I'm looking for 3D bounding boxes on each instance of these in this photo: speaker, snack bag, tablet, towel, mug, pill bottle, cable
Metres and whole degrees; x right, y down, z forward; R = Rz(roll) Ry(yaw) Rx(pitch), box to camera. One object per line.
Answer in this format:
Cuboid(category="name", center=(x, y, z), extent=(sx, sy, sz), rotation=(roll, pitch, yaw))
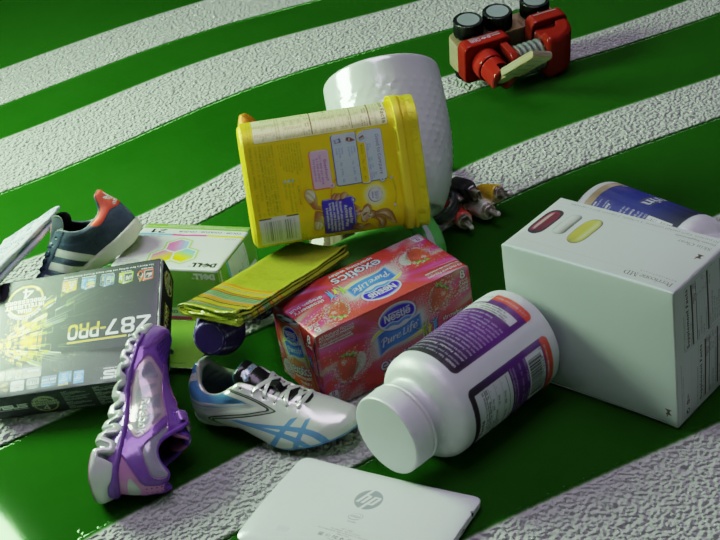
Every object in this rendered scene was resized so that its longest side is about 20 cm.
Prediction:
Cuboid(category="speaker", center=(0.000, 0.000, 1.646), extent=(0.199, 0.089, 0.088), rotation=(-25, 33, -25))
Cuboid(category="snack bag", center=(-0.463, 0.012, 1.732), extent=(0.199, 0.021, 0.189), rotation=(-31, 17, 30))
Cuboid(category="tablet", center=(-0.002, 0.230, 1.324), extent=(0.198, 0.014, 0.130), rotation=(9, 35, 29))
Cuboid(category="towel", center=(-0.101, 0.008, 1.532), extent=(0.085, 0.018, 0.199), rotation=(10, 27, 34))
Cuboid(category="mug", center=(0.043, -0.144, 1.752), extent=(0.146, 0.177, 0.200), rotation=(-12, -14, 3))
Cuboid(category="pill bottle", center=(0.325, -0.015, 1.544), extent=(0.115, 0.117, 0.199), rotation=(-29, 36, -30))
Cuboid(category="cable", center=(0.112, -0.094, 1.840), extent=(0.097, 0.051, 0.200), rotation=(-37, 23, -11))
Cuboid(category="pill bottle", center=(0.093, 0.111, 1.399), extent=(0.199, 0.113, 0.111), rotation=(-32, 36, -34))

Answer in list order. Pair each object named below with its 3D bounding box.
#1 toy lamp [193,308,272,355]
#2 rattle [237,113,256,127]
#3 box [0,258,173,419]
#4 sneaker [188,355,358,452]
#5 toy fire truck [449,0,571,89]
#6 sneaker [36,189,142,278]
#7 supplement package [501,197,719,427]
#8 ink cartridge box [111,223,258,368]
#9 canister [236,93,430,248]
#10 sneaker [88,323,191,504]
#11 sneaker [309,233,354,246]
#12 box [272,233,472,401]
Cuboid(category="toy lamp", center=(-0.137, 0.051, 1.566), extent=(0.057, 0.059, 0.200), rotation=(-2, 11, 12))
Cuboid(category="rattle", center=(-0.049, -0.130, 1.837), extent=(0.198, 0.145, 0.130), rotation=(7, 15, 38))
Cuboid(category="box", center=(-0.309, 0.076, 1.590), extent=(0.197, 0.049, 0.163), rotation=(-8, 53, 7))
Cuboid(category="sneaker", center=(-0.091, 0.133, 1.458), extent=(0.198, 0.073, 0.072), rotation=(9, 33, 26))
Cuboid(category="toy fire truck", center=(0.243, -0.323, 2.108), extent=(0.174, 0.130, 0.201), rotation=(-18, 42, -15))
Cuboid(category="sneaker", center=(-0.357, -0.018, 1.715), extent=(0.200, 0.085, 0.075), rotation=(-41, 13, 4))
Cuboid(category="supplement package", center=(0.256, 0.038, 1.431), extent=(0.199, 0.157, 0.111), rotation=(17, 40, 38))
Cuboid(category="ink cartridge box", center=(-0.222, 0.027, 1.672), extent=(0.146, 0.077, 0.200), rotation=(2, 31, 20))
Cuboid(category="canister", center=(-0.031, -0.109, 1.601), extent=(0.197, 0.150, 0.087), rotation=(-9, 6, -6))
Cuboid(category="sneaker", center=(-0.209, 0.146, 1.444), extent=(0.087, 0.081, 0.202), rotation=(5, 53, 6))
Cuboid(category="sneaker", center=(-0.051, -0.081, 1.756), extent=(0.075, 0.071, 0.202), rotation=(-16, 53, 17))
Cuboid(category="box", center=(0.016, 0.052, 1.539), extent=(0.198, 0.096, 0.100), rotation=(-24, 33, -23))
